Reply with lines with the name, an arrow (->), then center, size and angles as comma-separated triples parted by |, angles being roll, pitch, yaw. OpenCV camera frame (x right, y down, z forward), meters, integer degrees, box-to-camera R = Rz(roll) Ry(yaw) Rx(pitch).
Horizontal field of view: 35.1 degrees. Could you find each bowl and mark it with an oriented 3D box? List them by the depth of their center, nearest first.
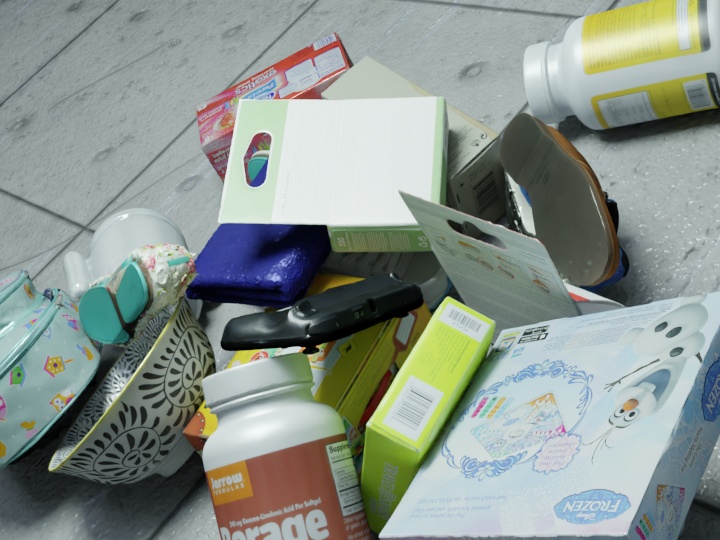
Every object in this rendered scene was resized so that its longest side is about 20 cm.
bowl -> -0.191, 0.127, 1.055 | 0.201, 0.094, 0.201 | -50, 12, 15

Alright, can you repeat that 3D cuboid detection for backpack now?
backpack -> -0.346, 0.101, 1.128 | 0.175, 0.154, 0.200 | -41, 22, -4

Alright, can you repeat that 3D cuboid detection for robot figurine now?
robot figurine -> -0.233, 0.008, 1.225 | 0.167, 0.115, 0.201 | 5, 29, -23

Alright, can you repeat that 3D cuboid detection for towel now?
towel -> -0.070, -0.044, 1.098 | 0.146, 0.050, 0.201 | 0, 45, 40

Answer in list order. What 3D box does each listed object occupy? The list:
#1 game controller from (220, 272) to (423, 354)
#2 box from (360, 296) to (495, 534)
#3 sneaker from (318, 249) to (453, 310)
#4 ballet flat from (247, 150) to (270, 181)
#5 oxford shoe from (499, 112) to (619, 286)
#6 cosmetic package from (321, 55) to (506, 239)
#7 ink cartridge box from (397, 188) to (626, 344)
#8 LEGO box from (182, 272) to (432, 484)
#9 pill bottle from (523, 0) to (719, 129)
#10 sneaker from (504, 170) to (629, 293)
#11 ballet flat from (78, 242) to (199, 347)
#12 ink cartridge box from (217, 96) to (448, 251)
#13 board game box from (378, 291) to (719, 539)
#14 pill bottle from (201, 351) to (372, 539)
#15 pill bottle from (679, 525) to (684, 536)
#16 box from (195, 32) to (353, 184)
game controller -> -0.027, 0.037, 0.906 | 0.103, 0.043, 0.199 | -16, 0, 27
box -> 0.045, 0.125, 0.873 | 0.047, 0.201, 0.123 | 26, 59, 14
sneaker -> 0.000, 0.000, 1.102 | 0.197, 0.081, 0.077 | -2, 44, 31
ballet flat -> -0.043, -0.093, 1.259 | 0.198, 0.070, 0.070 | 24, 62, 42
oxford shoe -> 0.181, -0.059, 0.949 | 0.072, 0.070, 0.202 | -55, 31, 31
cosmetic package -> 0.057, -0.124, 1.149 | 0.073, 0.104, 0.199 | -40, 53, -14
ink cartridge box -> 0.132, 0.007, 0.904 | 0.050, 0.201, 0.160 | -47, 41, -17
LEGO box -> -0.040, 0.102, 1.017 | 0.147, 0.078, 0.201 | 7, 52, 38
pill bottle -> 0.266, -0.201, 1.117 | 0.197, 0.113, 0.113 | -8, 43, 27
sneaker -> 0.186, -0.039, 1.037 | 0.087, 0.080, 0.201 | -13, 37, -6
ballet flat -> -0.203, 0.025, 1.056 | 0.063, 0.077, 0.199 | -22, -1, -33
ink cartridge box -> -0.020, -0.089, 1.038 | 0.196, 0.048, 0.148 | -1, 58, 9
board game box -> 0.133, 0.106, 0.729 | 0.198, 0.044, 0.200 | -15, 29, 48
pill bottle -> -0.055, 0.169, 0.846 | 0.110, 0.112, 0.204 | -18, 81, 16
pill bottle -> 0.117, 0.207, 0.768 | 0.200, 0.112, 0.111 | -44, 39, -15
box -> -0.088, -0.181, 1.350 | 0.198, 0.096, 0.100 | -27, 37, 6
